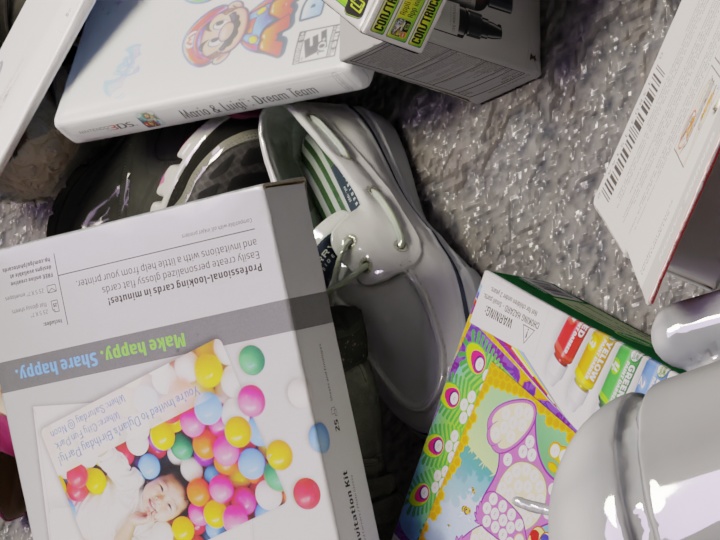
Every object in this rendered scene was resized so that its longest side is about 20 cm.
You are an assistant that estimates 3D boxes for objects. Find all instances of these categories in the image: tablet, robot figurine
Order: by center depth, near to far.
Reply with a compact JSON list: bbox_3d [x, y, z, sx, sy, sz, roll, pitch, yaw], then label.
[{"bbox_3d":[0.149,0.081,1.007,0.199,0.113,0.171,-22,62,22],"label":"robot figurine"},{"bbox_3d":[-0.178,-0.084,1.449,0.201,0.014,0.130,-60,17,11],"label":"tablet"}]

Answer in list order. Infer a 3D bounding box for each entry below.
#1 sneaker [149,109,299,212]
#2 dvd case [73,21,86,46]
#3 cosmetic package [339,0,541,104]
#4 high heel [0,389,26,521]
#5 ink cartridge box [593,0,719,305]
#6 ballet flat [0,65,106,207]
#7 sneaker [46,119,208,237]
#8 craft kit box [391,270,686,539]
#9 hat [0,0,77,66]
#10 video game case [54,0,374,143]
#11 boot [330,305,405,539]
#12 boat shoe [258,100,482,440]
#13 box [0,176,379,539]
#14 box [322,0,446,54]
[{"bbox_3d":[-0.061,0.025,1.383,0.087,0.073,0.201,31,109,54],"label":"sneaker"},{"bbox_3d":[-0.058,-0.164,1.426,0.199,0.016,0.149,16,72,47],"label":"dvd case"},{"bbox_3d":[0.037,-0.183,1.310,0.051,0.082,0.201,-20,63,46],"label":"cosmetic package"},{"bbox_3d":[-0.163,0.097,1.476,0.200,0.067,0.097,12,113,65],"label":"high heel"},{"bbox_3d":[0.152,-0.089,1.085,0.176,0.044,0.201,-98,30,-76],"label":"ink cartridge box"},{"bbox_3d":[-0.165,-0.064,1.529,0.200,0.071,0.072,177,105,-74],"label":"ballet flat"},{"bbox_3d":[-0.094,-0.042,1.451,0.091,0.076,0.201,30,104,50],"label":"sneaker"},{"bbox_3d":[0.087,0.123,1.169,0.200,0.048,0.199,28,105,53],"label":"craft kit box"},{"bbox_3d":[-0.157,-0.169,1.557,0.081,0.201,0.202,26,103,12],"label":"hat"},{"bbox_3d":[-0.049,-0.160,1.385,0.181,0.024,0.201,-8,56,37],"label":"video game case"},{"bbox_3d":[-0.064,0.092,1.305,0.199,0.068,0.131,-6,103,37],"label":"boot"},{"bbox_3d":[0.000,0.000,1.309,0.074,0.067,0.200,-56,40,26],"label":"boat shoe"},{"bbox_3d":[-0.075,0.075,1.239,0.155,0.041,0.201,-12,91,30],"label":"box"},{"bbox_3d":[-0.010,-0.185,1.275,0.200,0.035,0.111,43,112,50],"label":"box"}]
